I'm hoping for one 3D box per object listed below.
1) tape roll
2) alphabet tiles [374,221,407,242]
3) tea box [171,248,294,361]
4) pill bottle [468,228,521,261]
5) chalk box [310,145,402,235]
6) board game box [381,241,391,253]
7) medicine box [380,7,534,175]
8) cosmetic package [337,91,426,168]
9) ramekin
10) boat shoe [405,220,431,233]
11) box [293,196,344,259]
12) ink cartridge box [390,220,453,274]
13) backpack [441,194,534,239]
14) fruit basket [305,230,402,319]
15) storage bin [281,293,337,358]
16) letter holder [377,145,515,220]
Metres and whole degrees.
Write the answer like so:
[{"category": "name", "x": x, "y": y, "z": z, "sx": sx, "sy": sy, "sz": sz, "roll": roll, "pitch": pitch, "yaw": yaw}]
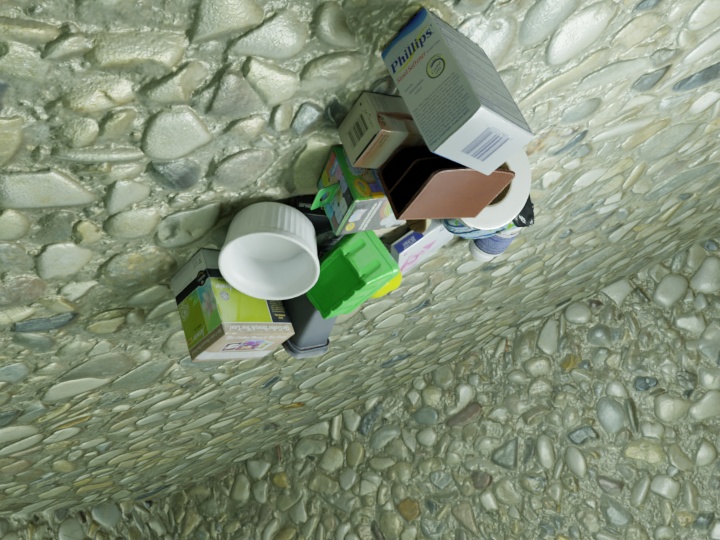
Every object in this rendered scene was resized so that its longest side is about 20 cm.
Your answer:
[{"category": "tape roll", "x": 0.261, "y": -0.187, "z": 1.303, "sx": 0.199, "sy": 0.207, "sz": 0.037, "roll": -17, "pitch": -165, "yaw": -14}, {"category": "alphabet tiles", "x": 0.055, "y": -0.113, "z": 1.498, "sx": 0.198, "sy": 0.015, "sz": 0.195, "roll": -30, "pitch": 157, "yaw": 16}, {"category": "tea box", "x": -0.278, "y": 0.080, "z": 1.365, "sx": 0.133, "sy": 0.200, "sz": 0.198, "roll": -36, "pitch": 154, "yaw": 31}, {"category": "pill bottle", "x": 0.358, "y": -0.108, "z": 1.675, "sx": 0.109, "sy": 0.113, "sz": 0.201, "roll": -15, "pitch": 156, "yaw": -18}, {"category": "chalk box", "x": -0.004, "y": -0.156, "z": 1.201, "sx": 0.196, "sy": 0.126, "sz": 0.125, "roll": -9, "pitch": 156, "yaw": -28}, {"category": "board game box", "x": -0.030, "y": -0.041, "z": 1.532, "sx": 0.133, "sy": 0.030, "sz": 0.198, "roll": -24, "pitch": 161, "yaw": 31}, {"category": "medicine box", "x": 0.153, "y": -0.274, "z": 0.979, "sx": 0.103, "sy": 0.203, "sz": 0.180, "roll": -38, "pitch": 153, "yaw": 31}, {"category": "cosmetic package", "x": 0.071, "y": -0.242, "z": 1.123, "sx": 0.197, "sy": 0.089, "sz": 0.103, "roll": -5, "pitch": 152, "yaw": -38}, {"category": "ramekin", "x": -0.177, "y": -0.041, "z": 1.243, "sx": 0.195, "sy": 0.099, "sz": 0.203, "roll": 0, "pitch": 140, "yaw": 0}, {"category": "boat shoe", "x": 0.133, "y": -0.176, "z": 1.326, "sx": 0.063, "sy": 0.072, "sz": 0.203, "roll": -45, "pitch": 151, "yaw": -40}, {"category": "box", "x": -0.080, "y": -0.070, "z": 1.345, "sx": 0.157, "sy": 0.044, "sz": 0.201, "roll": 6, "pitch": 145, "yaw": -16}, {"category": "ink cartridge box", "x": 0.162, "y": -0.063, "z": 1.618, "sx": 0.195, "sy": 0.043, "sz": 0.201, "roll": -35, "pitch": 159, "yaw": -13}, {"category": "backpack", "x": 0.280, "y": -0.153, "z": 1.455, "sx": 0.151, "sy": 0.167, "sz": 0.198, "roll": 0, "pitch": 166, "yaw": -40}, {"category": "fruit basket", "x": 0.000, "y": 0.000, "z": 1.330, "sx": 0.214, "sy": 0.157, "sz": 0.216, "roll": -38, "pitch": 178, "yaw": -2}, {"category": "storage bin", "x": -0.125, "y": 0.076, "z": 1.445, "sx": 0.144, "sy": 0.201, "sz": 0.135, "roll": -3, "pitch": 138, "yaw": -42}, {"category": "letter holder", "x": 0.156, "y": -0.172, "z": 1.109, "sx": 0.197, "sy": 0.102, "sz": 0.142, "roll": -5, "pitch": 153, "yaw": -35}]
